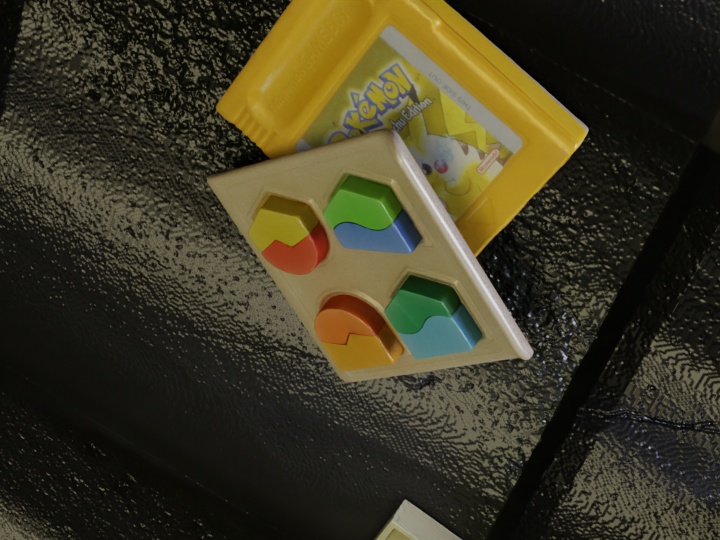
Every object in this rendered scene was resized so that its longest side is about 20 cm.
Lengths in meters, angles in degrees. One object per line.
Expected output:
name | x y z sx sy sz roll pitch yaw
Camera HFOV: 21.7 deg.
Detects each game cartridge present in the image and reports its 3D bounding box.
game cartridge | 0.022 -0.097 1.222 0.200 0.032 0.176 40 131 -2

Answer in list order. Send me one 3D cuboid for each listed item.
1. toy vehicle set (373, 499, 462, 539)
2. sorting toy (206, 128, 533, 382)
toy vehicle set | 0.038 0.277 1.470 0.124 0.027 0.200 36 131 3
sorting toy | 0.000 0.000 1.259 0.199 0.037 0.186 -8 123 47
